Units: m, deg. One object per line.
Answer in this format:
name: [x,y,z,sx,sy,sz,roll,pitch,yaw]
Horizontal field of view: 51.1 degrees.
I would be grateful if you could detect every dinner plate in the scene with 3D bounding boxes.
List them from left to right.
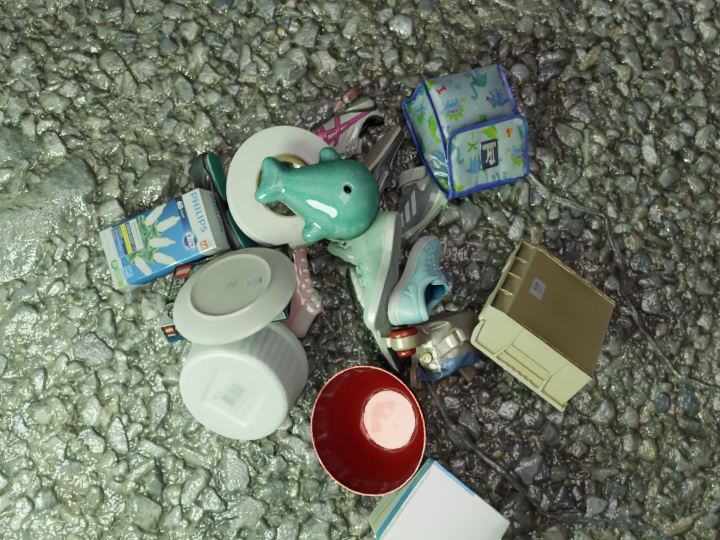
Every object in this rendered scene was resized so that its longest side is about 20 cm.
dinner plate: [-0.192,0.028,1.129,0.196,0.024,0.202,-10,43,9]

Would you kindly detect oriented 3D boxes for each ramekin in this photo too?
ramekin: [-0.188,0.171,1.191,0.196,0.098,0.204,6,123,9]

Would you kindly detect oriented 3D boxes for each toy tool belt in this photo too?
toy tool belt: [0.127,0.142,1.238,0.198,0.123,0.125,-12,92,-48]

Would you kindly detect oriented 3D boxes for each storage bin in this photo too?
storage bin: [0.300,0.082,1.239,0.197,0.094,0.201,36,45,2]

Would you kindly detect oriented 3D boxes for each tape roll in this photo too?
tape roll: [-0.121,-0.135,1.241,0.199,0.037,0.207,2,81,-14]

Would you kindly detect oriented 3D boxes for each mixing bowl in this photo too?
mixing bowl: [0.030,0.250,1.225,0.197,0.108,0.204,0,90,24]

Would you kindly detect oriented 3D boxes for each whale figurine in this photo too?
whale figurine: [-0.063,-0.124,1.180,0.197,0.104,0.162,16,78,-10]

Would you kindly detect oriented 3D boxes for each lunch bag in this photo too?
lunch bag: [0.188,-0.234,1.297,0.167,0.127,0.203,-16,83,-20]

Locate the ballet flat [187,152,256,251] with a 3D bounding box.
ballet flat: [-0.244,-0.102,1.301,0.072,0.073,0.203,-24,90,-7]

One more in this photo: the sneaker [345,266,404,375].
sneaker: [0.040,0.080,1.285,0.078,0.074,0.203,-18,83,-11]

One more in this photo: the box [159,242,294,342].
box: [-0.204,0.033,1.175,0.196,0.038,0.138,-12,41,8]

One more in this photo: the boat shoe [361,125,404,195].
boat shoe: [0.028,-0.160,1.328,0.062,0.073,0.202,34,83,-19]

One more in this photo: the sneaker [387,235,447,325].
sneaker: [0.115,0.019,1.259,0.081,0.075,0.202,3,46,26]

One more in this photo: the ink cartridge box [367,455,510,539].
ink cartridge box: [0.114,0.393,1.180,0.146,0.200,0.147,38,80,2]

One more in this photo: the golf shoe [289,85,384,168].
golf shoe: [-0.043,-0.227,1.322,0.092,0.073,0.200,41,82,4]

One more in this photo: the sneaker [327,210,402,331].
sneaker: [0.000,0.000,1.244,0.116,0.074,0.204,2,71,19]

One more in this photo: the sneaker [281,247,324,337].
sneaker: [-0.100,0.018,1.282,0.103,0.075,0.204,16,88,3]

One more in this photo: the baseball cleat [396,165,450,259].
baseball cleat: [0.082,-0.106,1.325,0.200,0.070,0.106,-42,73,-12]

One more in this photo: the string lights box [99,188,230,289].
string lights box: [-0.326,-0.050,1.256,0.197,0.059,0.104,-21,83,15]
